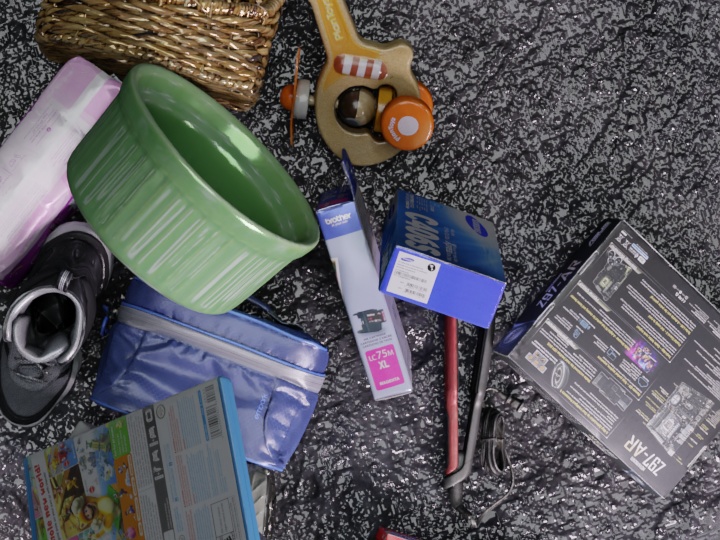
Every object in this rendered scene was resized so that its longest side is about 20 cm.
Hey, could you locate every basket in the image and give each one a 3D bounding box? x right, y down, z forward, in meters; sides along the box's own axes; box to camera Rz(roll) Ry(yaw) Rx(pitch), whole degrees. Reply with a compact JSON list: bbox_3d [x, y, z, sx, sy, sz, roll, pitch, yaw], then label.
[{"bbox_3d":[-0.166,-0.237,1.335,0.200,0.143,0.149,15,86,-4],"label":"basket"}]

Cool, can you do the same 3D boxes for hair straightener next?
[{"bbox_3d":[0.112,0.127,1.387,0.077,0.041,0.200,2,81,-5],"label":"hair straightener"}]

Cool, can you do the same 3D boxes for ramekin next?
[{"bbox_3d":[-0.137,-0.059,1.237,0.098,0.200,0.200,-44,91,15],"label":"ramekin"}]

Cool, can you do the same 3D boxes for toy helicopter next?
[{"bbox_3d":[-0.021,-0.184,1.358,0.132,0.079,0.200,-18,110,9],"label":"toy helicopter"}]

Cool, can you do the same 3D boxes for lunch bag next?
[{"bbox_3d":[-0.130,0.076,1.324,0.200,0.136,0.132,21,85,-2],"label":"lunch bag"}]

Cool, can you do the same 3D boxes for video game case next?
[{"bbox_3d":[-0.175,0.182,1.220,0.200,0.018,0.143,-23,64,22],"label":"video game case"}]

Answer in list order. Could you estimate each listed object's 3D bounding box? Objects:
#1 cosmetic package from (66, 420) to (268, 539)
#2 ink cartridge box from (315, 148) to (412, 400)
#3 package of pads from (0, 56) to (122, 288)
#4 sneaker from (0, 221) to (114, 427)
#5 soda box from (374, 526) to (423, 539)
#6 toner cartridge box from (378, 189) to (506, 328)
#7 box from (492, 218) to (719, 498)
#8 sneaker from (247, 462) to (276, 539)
[{"bbox_3d":[-0.160,0.213,1.277,0.200,0.113,0.081,33,92,36],"label":"cosmetic package"},{"bbox_3d":[0.000,0.000,1.329,0.042,0.119,0.200,-14,100,4],"label":"ink cartridge box"},{"bbox_3d":[-0.270,-0.082,1.328,0.076,0.121,0.200,37,84,0],"label":"package of pads"},{"bbox_3d":[-0.268,0.062,1.295,0.075,0.114,0.200,22,113,-6],"label":"sneaker"},{"bbox_3d":[0.104,0.286,1.365,0.200,0.070,0.063,18,84,-4],"label":"soda box"},{"bbox_3d":[0.067,-0.014,1.313,0.095,0.200,0.043,20,105,-5],"label":"toner cartridge box"},{"bbox_3d":[0.244,0.078,1.385,0.200,0.044,0.160,41,85,-12],"label":"box"},{"bbox_3d":[-0.124,0.266,1.354,0.086,0.078,0.200,4,79,7],"label":"sneaker"}]
